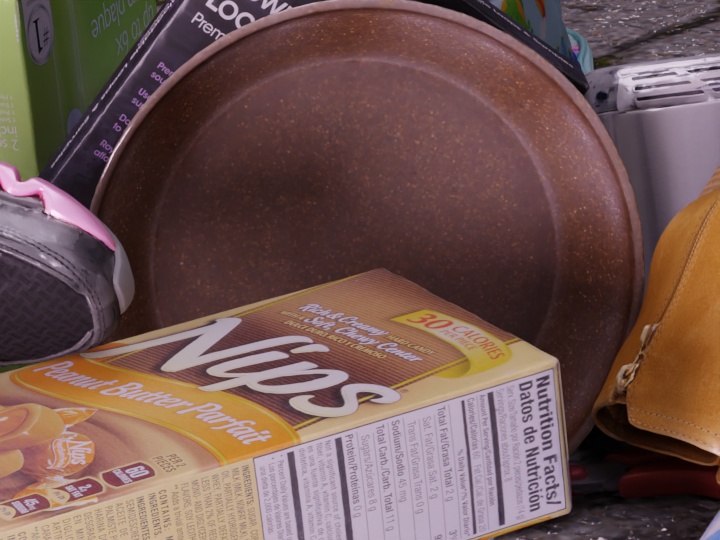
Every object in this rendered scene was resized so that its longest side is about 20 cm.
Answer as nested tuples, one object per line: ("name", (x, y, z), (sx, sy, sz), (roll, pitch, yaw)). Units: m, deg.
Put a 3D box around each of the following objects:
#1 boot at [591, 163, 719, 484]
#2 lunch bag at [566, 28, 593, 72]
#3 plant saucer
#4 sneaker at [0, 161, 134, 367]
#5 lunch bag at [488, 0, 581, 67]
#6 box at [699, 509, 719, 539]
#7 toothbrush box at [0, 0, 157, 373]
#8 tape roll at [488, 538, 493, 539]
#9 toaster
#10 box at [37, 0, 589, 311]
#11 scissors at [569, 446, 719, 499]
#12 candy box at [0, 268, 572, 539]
("boot", (0.153, 0.000, 0.900), (0.071, 0.144, 0.201), (32, -17, -15))
("lunch bag", (0.042, -0.066, 1.318), (0.160, 0.077, 0.200), (-5, 22, 2))
("plant saucer", (0.000, 0.000, 0.985), (0.200, 0.201, 0.037), (-7, 14, -5))
("sneaker", (-0.169, 0.019, 0.843), (0.200, 0.079, 0.095), (-1, 44, 11))
("lunch bag", (-0.005, -0.079, 1.140), (0.160, 0.083, 0.200), (-6, 19, 20))
("box", (0.154, 0.067, 0.862), (0.048, 0.122, 0.200), (42, 41, 2))
("toothbrush box", (-0.138, -0.040, 1.119), (0.086, 0.200, 0.146), (2, 21, 16))
("tape roll", (-0.057, 0.110, 0.886), (0.202, 0.071, 0.202), (-4, 20, 2))
("toaster", (0.146, -0.016, 1.056), (0.200, 0.129, 0.114), (-7, -2, -9))
("box", (-0.031, -0.033, 1.014), (0.143, 0.200, 0.036), (34, 11, -16))
("scissors", (0.093, 0.077, 1.018), (0.200, 0.014, 0.073), (-10, 23, -18))
("candy box", (-0.050, 0.060, 0.839), (0.200, 0.055, 0.115), (-16, 22, -24))
